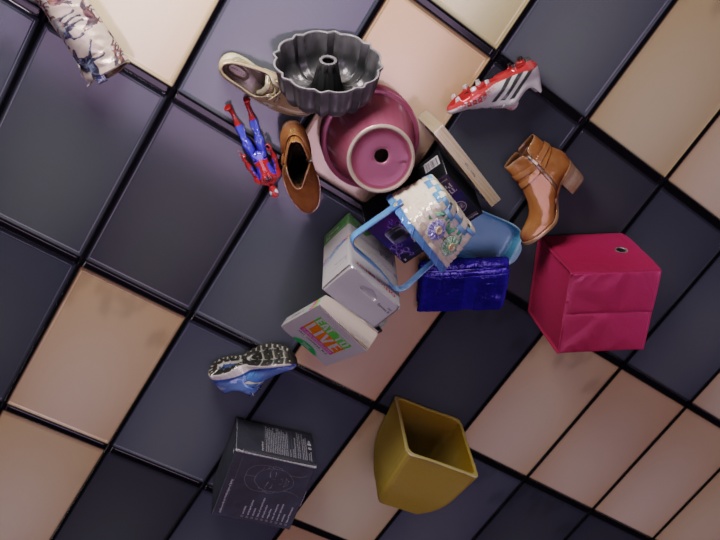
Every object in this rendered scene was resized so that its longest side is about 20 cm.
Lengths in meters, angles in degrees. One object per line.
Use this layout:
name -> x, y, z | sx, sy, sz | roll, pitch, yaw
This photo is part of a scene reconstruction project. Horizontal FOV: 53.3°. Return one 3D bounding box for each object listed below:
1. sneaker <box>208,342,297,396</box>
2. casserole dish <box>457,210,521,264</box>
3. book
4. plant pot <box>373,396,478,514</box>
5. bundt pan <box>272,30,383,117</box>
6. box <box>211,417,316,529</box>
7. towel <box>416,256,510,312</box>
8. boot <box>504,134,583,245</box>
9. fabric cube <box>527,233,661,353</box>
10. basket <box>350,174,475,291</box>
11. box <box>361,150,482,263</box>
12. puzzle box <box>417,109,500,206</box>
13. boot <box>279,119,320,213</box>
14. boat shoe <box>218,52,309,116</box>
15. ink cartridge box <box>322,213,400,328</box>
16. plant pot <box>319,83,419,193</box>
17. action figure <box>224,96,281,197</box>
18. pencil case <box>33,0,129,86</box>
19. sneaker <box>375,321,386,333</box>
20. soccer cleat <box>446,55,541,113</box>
sneaker -> -0.234, 0.227, 1.606 | 0.197, 0.079, 0.090 | -13, 124, 7
casserole dish -> 0.257, -0.072, 1.557 | 0.198, 0.039, 0.122 | 21, 111, -17
book -> -0.069, 0.123, 1.458 | 0.133, 0.200, 0.048 | 40, 60, -11
plant pot -> 0.129, 0.461, 1.710 | 0.194, 0.195, 0.201 | 23, 115, -19
bundt pan -> -0.060, -0.349, 1.298 | 0.199, 0.204, 0.076 | -3, 140, -8
box -> -0.230, 0.481, 1.692 | 0.194, 0.124, 0.202 | 16, 112, -18
towel -> 0.223, 0.037, 1.571 | 0.197, 0.050, 0.149 | -2, 130, 0
boot -> 0.358, -0.170, 1.508 | 0.154, 0.074, 0.201 | 33, 91, -21
fabric cube -> 0.500, 0.045, 1.564 | 0.196, 0.197, 0.202 | -1, 116, -6
basket -> 0.099, -0.067, 1.346 | 0.199, 0.140, 0.176 | -37, 129, 13
box -> 0.123, -0.123, 1.450 | 0.199, 0.079, 0.141 | -33, 134, 22
puzzle box -> 0.194, -0.224, 1.423 | 0.025, 0.133, 0.200 | -39, 114, 9
boot -> -0.112, -0.182, 1.379 | 0.076, 0.156, 0.202 | -7, 116, -6
boat shoe -> -0.174, -0.342, 1.344 | 0.198, 0.065, 0.073 | 25, 109, -19
ink cartridge box -> 0.000, 0.000, 1.455 | 0.087, 0.201, 0.145 | -40, 116, 20
plant pot -> 0.024, -0.237, 1.363 | 0.197, 0.179, 0.202 | -3, 116, -7
action figure -> -0.203, -0.232, 1.404 | 0.065, 0.052, 0.202 | -23, 119, -2
pencil case -> -0.495, -0.425, 1.246 | 0.089, 0.078, 0.201 | -37, 117, -12
sneaker -> -0.037, 0.121, 1.580 | 0.199, 0.074, 0.119 | -25, 116, 3
soccer cleat -> 0.266, -0.345, 1.414 | 0.198, 0.069, 0.086 | -28, 112, 0
